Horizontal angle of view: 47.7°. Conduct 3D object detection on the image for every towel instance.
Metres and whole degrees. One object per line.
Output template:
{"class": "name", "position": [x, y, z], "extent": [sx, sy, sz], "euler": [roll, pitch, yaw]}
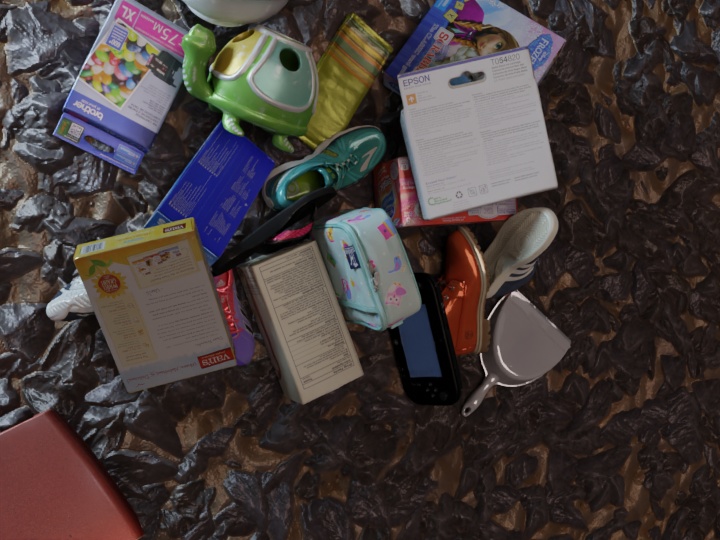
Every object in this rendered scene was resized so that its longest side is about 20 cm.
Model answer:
{"class": "towel", "position": [-0.031, -0.269, 1.183], "extent": [0.086, 0.018, 0.201], "euler": [33, 79, -20]}

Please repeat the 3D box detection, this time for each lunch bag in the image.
{"class": "lunch bag", "position": [0.000, 0.000, 1.103], "extent": [0.077, 0.200, 0.162], "euler": [-21, 101, -19]}

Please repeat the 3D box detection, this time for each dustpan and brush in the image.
{"class": "dustpan and brush", "position": [0.226, 0.150, 1.290], "extent": [0.139, 0.057, 0.200], "euler": [42, 69, -7]}

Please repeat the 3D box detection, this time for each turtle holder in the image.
{"class": "turtle holder", "position": [-0.141, -0.252, 1.065], "extent": [0.184, 0.141, 0.133], "euler": [23, 106, -7]}

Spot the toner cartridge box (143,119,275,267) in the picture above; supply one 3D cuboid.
{"class": "toner cartridge box", "position": [-0.189, -0.100, 1.050], "extent": [0.095, 0.043, 0.201], "euler": [38, 44, -16]}

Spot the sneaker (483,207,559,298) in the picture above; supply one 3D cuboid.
{"class": "sneaker", "position": [0.245, -0.027, 1.228], "extent": [0.084, 0.200, 0.076], "euler": [-2, 61, -32]}

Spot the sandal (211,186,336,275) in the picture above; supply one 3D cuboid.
{"class": "sandal", "position": [-0.105, -0.043, 1.068], "extent": [0.200, 0.075, 0.045], "euler": [-38, 84, -25]}

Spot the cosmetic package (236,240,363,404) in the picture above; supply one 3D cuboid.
{"class": "cosmetic package", "position": [-0.085, 0.069, 1.129], "extent": [0.103, 0.087, 0.202], "euler": [-22, 98, -23]}

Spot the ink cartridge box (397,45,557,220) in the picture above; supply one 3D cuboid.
{"class": "ink cartridge box", "position": [0.159, -0.189, 1.128], "extent": [0.198, 0.041, 0.202], "euler": [-14, 96, -8]}

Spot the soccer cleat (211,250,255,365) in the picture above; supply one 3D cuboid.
{"class": "soccer cleat", "position": [-0.188, 0.036, 1.090], "extent": [0.066, 0.076, 0.202], "euler": [-19, 97, -20]}

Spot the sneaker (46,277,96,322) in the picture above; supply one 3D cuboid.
{"class": "sneaker", "position": [-0.287, 0.056, 1.045], "extent": [0.198, 0.079, 0.131], "euler": [-24, 113, -9]}

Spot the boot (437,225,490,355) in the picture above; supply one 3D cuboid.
{"class": "boot", "position": [0.135, 0.036, 1.227], "extent": [0.106, 0.075, 0.202], "euler": [-8, 101, -16]}

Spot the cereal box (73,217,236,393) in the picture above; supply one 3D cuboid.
{"class": "cereal box", "position": [-0.242, 0.046, 0.986], "extent": [0.143, 0.040, 0.201], "euler": [-13, 122, -4]}

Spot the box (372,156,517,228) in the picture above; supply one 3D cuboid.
{"class": "box", "position": [0.125, -0.117, 1.210], "extent": [0.198, 0.095, 0.101], "euler": [-5, 92, -23]}

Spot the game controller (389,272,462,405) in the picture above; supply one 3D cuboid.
{"class": "game controller", "position": [0.089, 0.102, 1.198], "extent": [0.042, 0.104, 0.202], "euler": [-22, 101, -54]}

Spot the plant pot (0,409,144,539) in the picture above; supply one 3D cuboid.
{"class": "plant pot", "position": [-0.387, 0.272, 0.959], "extent": [0.199, 0.200, 0.177], "euler": [-26, 88, -21]}

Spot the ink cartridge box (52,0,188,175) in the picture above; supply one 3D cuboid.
{"class": "ink cartridge box", "position": [-0.301, -0.240, 1.057], "extent": [0.119, 0.042, 0.201], "euler": [26, 83, -21]}

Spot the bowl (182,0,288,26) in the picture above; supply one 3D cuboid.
{"class": "bowl", "position": [-0.174, -0.383, 1.059], "extent": [0.199, 0.091, 0.202], "euler": [12, 49, -14]}

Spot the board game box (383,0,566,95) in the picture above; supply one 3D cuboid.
{"class": "board game box", "position": [0.169, -0.308, 1.209], "extent": [0.199, 0.041, 0.201], "euler": [32, 77, 8]}

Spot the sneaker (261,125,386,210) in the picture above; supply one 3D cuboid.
{"class": "sneaker", "position": [-0.042, -0.136, 1.142], "extent": [0.199, 0.080, 0.078], "euler": [-33, 111, -15]}
